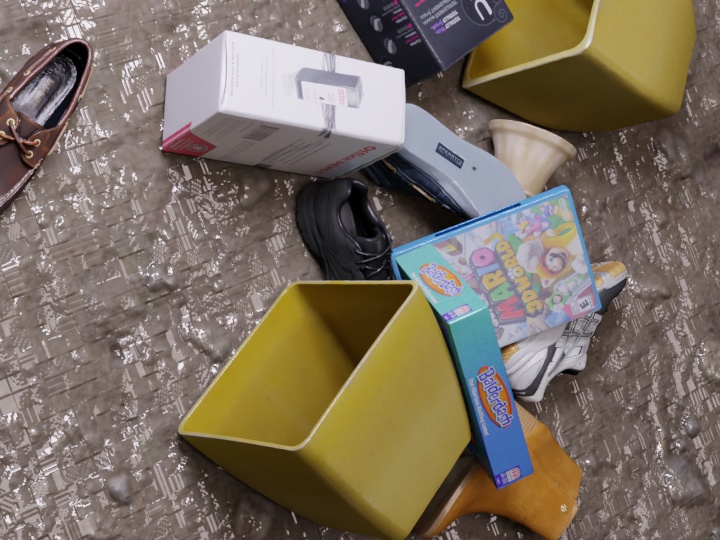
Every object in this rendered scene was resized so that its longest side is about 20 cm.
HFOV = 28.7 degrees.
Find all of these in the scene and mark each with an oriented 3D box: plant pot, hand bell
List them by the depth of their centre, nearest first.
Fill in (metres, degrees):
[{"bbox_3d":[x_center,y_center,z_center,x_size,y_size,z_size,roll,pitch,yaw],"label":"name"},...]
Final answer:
[{"bbox_3d":[-0.013,0.142,1.336,0.177,0.199,0.200,52,60,-27],"label":"plant pot"},{"bbox_3d":[0.157,-0.052,1.540,0.104,0.104,0.202,23,81,-26],"label":"hand bell"},{"bbox_3d":[0.266,-0.258,1.577,0.199,0.193,0.197,31,66,-32],"label":"plant pot"}]

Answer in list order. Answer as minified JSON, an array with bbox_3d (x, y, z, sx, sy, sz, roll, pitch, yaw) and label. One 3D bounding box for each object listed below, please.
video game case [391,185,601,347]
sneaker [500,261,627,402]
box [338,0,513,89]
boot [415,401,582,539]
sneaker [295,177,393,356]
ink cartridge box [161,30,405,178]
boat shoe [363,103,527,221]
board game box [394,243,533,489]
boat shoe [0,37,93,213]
[{"bbox_3d":[0.141,0.011,1.465,0.198,0.018,0.144,-20,112,-2],"label":"video game case"},{"bbox_3d":[0.228,0.068,1.562,0.199,0.075,0.088,-37,106,-21],"label":"sneaker"},{"bbox_3d":[0.049,-0.312,1.497,0.122,0.106,0.201,-37,101,-29],"label":"box"},{"bbox_3d":[0.155,0.242,1.478,0.144,0.071,0.202,47,56,-12],"label":"boot"},{"bbox_3d":[0.000,0.000,1.420,0.076,0.091,0.201,-26,96,-34],"label":"sneaker"},{"bbox_3d":[-0.074,-0.156,1.370,0.199,0.145,0.086,9,75,-30],"label":"ink cartridge box"},{"bbox_3d":[0.087,-0.098,1.489,0.200,0.091,0.071,38,62,-18],"label":"boat shoe"},{"bbox_3d":[0.102,0.093,1.388,0.045,0.152,0.201,-23,120,-8],"label":"board game box"},{"bbox_3d":[-0.307,-0.130,1.271,0.070,0.070,0.201,35,66,-22],"label":"boat shoe"}]
